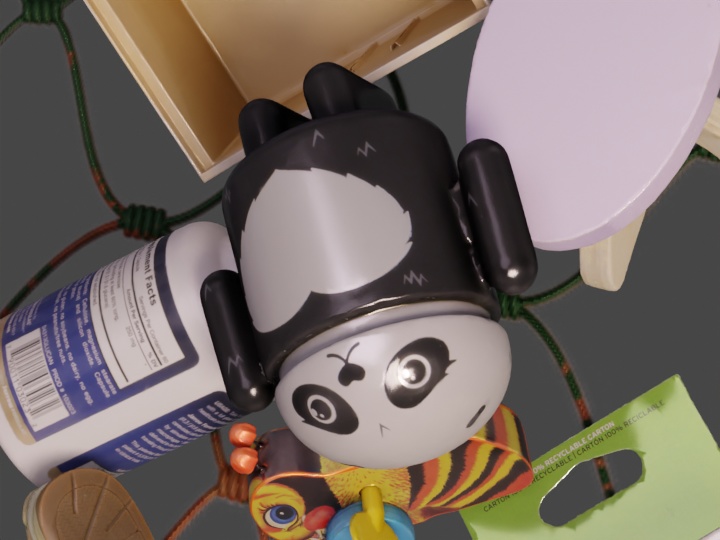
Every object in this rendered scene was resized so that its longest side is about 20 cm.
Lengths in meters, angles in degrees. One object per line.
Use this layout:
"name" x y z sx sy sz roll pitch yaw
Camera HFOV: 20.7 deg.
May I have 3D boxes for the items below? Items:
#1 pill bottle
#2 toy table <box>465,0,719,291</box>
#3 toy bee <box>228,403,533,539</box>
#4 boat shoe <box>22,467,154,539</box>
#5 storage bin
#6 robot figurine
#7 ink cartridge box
"pill bottle" -0.106 0.040 1.109 0.200 0.111 0.111 -25 65 16
"toy table" 0.141 -0.094 1.033 0.184 0.117 0.200 28 88 29
"toy bee" -0.015 0.115 1.033 0.200 0.109 0.131 -40 38 -1
"boat shoe" -0.123 0.203 1.077 0.063 0.073 0.201 -26 87 59
"storage bin" -0.050 -0.191 1.096 0.200 0.094 0.199 -28 103 25
"robot figurine" 0.000 -0.001 0.978 0.124 0.150 0.201 -6 66 -24
"ink cartridge box" 0.136 0.163 0.976 0.148 0.076 0.200 -33 64 12
